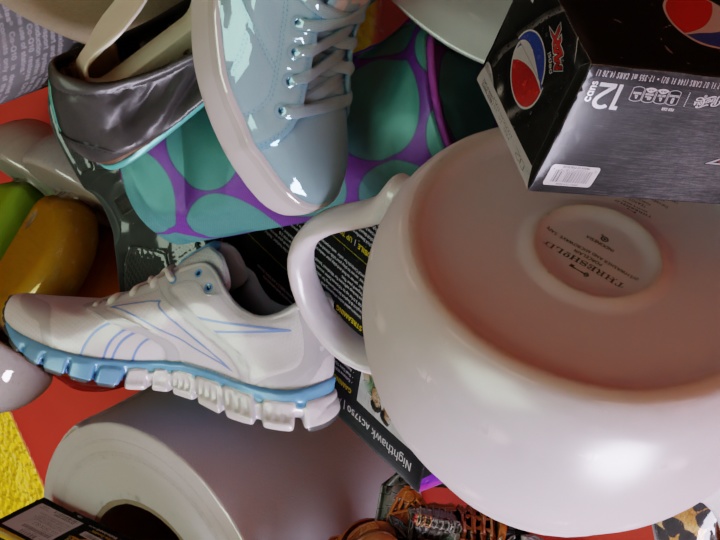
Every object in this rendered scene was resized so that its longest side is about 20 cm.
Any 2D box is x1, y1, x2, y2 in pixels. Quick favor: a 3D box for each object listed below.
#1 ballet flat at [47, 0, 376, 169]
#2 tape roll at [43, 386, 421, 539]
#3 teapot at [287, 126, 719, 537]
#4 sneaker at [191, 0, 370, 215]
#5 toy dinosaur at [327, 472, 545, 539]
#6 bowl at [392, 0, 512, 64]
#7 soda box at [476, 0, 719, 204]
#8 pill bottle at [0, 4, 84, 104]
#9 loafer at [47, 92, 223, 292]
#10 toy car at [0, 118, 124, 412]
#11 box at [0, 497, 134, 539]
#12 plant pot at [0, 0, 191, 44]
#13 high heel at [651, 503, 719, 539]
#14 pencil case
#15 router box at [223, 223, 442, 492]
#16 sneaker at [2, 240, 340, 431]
[{"bbox_3d":[-0.061,-0.124,0.843,0.068,0.199,0.069,45,169,52],"label":"ballet flat"},{"bbox_3d":[-0.077,0.159,1.086,0.202,0.139,0.205,21,123,36],"label":"tape roll"},{"bbox_3d":[0.083,0.041,0.783,0.147,0.195,0.201,102,158,-45],"label":"teapot"},{"bbox_3d":[-0.024,-0.119,0.769,0.081,0.074,0.202,7,114,43],"label":"sneaker"},{"bbox_3d":[0.018,0.178,0.971,0.198,0.102,0.137,-12,90,11],"label":"toy dinosaur"},{"bbox_3d":[0.080,-0.190,0.762,0.200,0.090,0.202,26,137,27],"label":"bowl"},{"bbox_3d":[0.151,-0.070,0.707,0.071,0.198,0.064,-110,33,-41],"label":"soda box"},{"bbox_3d":[-0.214,-0.152,1.023,0.113,0.199,0.115,28,131,37],"label":"pill bottle"},{"bbox_3d":[-0.110,-0.030,1.039,0.071,0.063,0.202,-20,97,30],"label":"loafer"},{"bbox_3d":[-0.193,0.010,1.132,0.150,0.176,0.199,35,169,-31],"label":"toy car"},{"bbox_3d":[-0.138,0.250,1.052,0.159,0.049,0.202,16,120,37],"label":"box"},{"bbox_3d":[-0.097,-0.186,0.930,0.134,0.201,0.199,44,144,-25],"label":"plant pot"},{"bbox_3d":[0.209,0.101,0.830,0.142,0.071,0.202,14,117,36],"label":"high heel"},{"bbox_3d":[-0.028,-0.070,0.888,0.198,0.085,0.093,-8,92,31],"label":"pencil case"},{"bbox_3d":[0.000,0.000,0.976,0.200,0.051,0.150,41,134,38],"label":"router box"},{"bbox_3d":[-0.101,0.023,0.981,0.198,0.075,0.088,10,104,14],"label":"sneaker"}]
